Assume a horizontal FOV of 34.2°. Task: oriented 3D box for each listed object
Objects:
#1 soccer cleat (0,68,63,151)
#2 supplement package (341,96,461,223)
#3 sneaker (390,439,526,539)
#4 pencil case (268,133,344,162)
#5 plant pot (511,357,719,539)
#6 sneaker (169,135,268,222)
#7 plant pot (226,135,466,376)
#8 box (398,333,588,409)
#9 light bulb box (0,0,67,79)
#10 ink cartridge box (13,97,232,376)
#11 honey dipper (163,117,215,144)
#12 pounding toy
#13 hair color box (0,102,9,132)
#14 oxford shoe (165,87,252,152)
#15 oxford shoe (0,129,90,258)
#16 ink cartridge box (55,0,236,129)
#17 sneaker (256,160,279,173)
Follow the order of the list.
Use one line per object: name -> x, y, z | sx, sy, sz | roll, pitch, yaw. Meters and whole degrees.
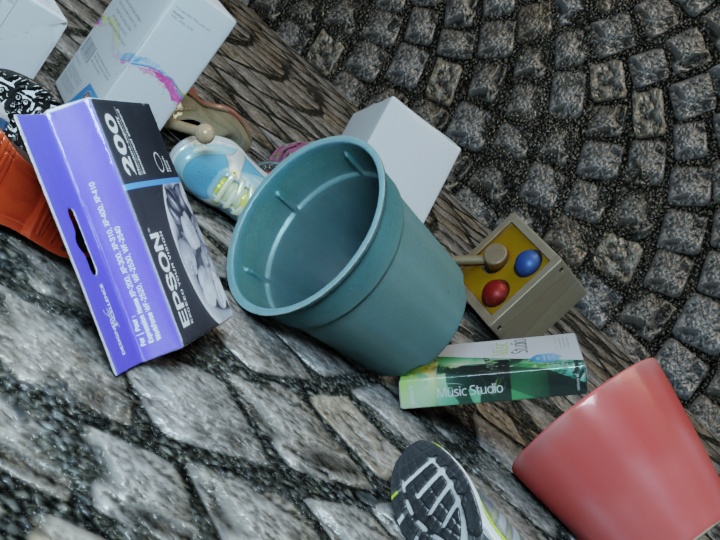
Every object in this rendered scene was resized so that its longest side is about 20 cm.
soccer cleat -> -0.274, -0.115, 1.094 | 0.199, 0.069, 0.073 | 34, -6, -22
supplement package -> 0.016, -0.095, 1.476 | 0.119, 0.202, 0.121 | 33, -16, -19
sneaker -> 0.097, 0.224, 0.948 | 0.201, 0.074, 0.081 | 53, 10, 25
pencil case -> -0.053, -0.144, 1.627 | 0.199, 0.086, 0.084 | 0, -61, 60
plant pot -> 0.291, 0.225, 1.261 | 0.178, 0.200, 0.200 | 54, 16, 18
sneaker -> -0.125, -0.078, 1.352 | 0.199, 0.080, 0.131 | 27, 15, -43
plant pot -> 0.000, 0.000, 1.202 | 0.196, 0.200, 0.201 | 38, 9, -40
box -> 0.143, 0.108, 1.276 | 0.144, 0.196, 0.037 | -60, 142, -79
light bulb box -> -0.404, -0.267, 1.085 | 0.197, 0.125, 0.200 | 28, 17, -42
ink cartridge box -> -0.175, -0.035, 0.908 | 0.200, 0.043, 0.201 | -39, 109, -78
honey dipper -> -0.223, -0.169, 1.342 | 0.038, 0.038, 0.199 | 29, -3, -39
pounding toy -> 0.224, 0.009, 1.915 | 0.142, 0.184, 0.200 | 44, 5, -40
hair color box -> -0.379, -0.157, 0.902 | 0.199, 0.061, 0.100 | 29, 15, -43
oxford shoe -> -0.211, -0.185, 1.571 | 0.199, 0.070, 0.075 | 24, 43, -54
oxford shoe -> -0.287, -0.074, 0.896 | 0.199, 0.072, 0.072 | 39, -8, -35
ink cartridge box -> -0.242, -0.243, 1.308 | 0.084, 0.201, 0.145 | 28, 15, -37
sneaker -> -0.093, -0.088, 1.555 | 0.095, 0.080, 0.199 | 29, -4, 42
